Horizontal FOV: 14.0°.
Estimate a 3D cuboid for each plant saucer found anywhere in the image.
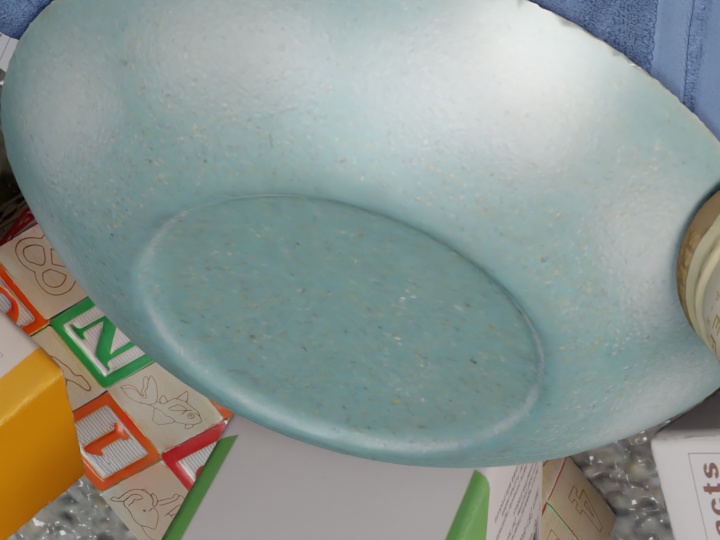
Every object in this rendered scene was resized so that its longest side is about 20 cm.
[{"bbox_3d":[0.000,0.000,0.729,0.201,0.039,0.201,12,145,9],"label":"plant saucer"}]

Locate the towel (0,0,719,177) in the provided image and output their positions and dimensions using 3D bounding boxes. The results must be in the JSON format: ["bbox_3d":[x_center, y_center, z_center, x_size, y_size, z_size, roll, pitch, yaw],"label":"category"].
[{"bbox_3d":[0.004,-0.080,0.692,0.200,0.049,0.112,12,145,9],"label":"towel"}]

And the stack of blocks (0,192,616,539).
[{"bbox_3d":[-0.025,0.044,0.938,0.115,0.059,0.200,-30,107,31],"label":"stack of blocks"}]

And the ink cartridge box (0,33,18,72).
[{"bbox_3d":[-0.022,-0.049,0.792,0.200,0.044,0.094,38,144,2],"label":"ink cartridge box"}]

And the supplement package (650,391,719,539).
[{"bbox_3d":[0.200,0.077,0.799,0.200,0.117,0.117,-2,108,43],"label":"supplement package"}]

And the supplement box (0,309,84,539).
[{"bbox_3d":[-0.198,0.024,0.896,0.200,0.126,0.074,42,159,21],"label":"supplement box"}]

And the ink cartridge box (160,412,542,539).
[{"bbox_3d":[0.000,0.138,0.862,0.084,0.145,0.200,6,122,15],"label":"ink cartridge box"}]

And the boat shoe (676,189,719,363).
[{"bbox_3d":[0.177,0.000,0.678,0.200,0.065,0.071,-14,124,-5],"label":"boat shoe"}]
